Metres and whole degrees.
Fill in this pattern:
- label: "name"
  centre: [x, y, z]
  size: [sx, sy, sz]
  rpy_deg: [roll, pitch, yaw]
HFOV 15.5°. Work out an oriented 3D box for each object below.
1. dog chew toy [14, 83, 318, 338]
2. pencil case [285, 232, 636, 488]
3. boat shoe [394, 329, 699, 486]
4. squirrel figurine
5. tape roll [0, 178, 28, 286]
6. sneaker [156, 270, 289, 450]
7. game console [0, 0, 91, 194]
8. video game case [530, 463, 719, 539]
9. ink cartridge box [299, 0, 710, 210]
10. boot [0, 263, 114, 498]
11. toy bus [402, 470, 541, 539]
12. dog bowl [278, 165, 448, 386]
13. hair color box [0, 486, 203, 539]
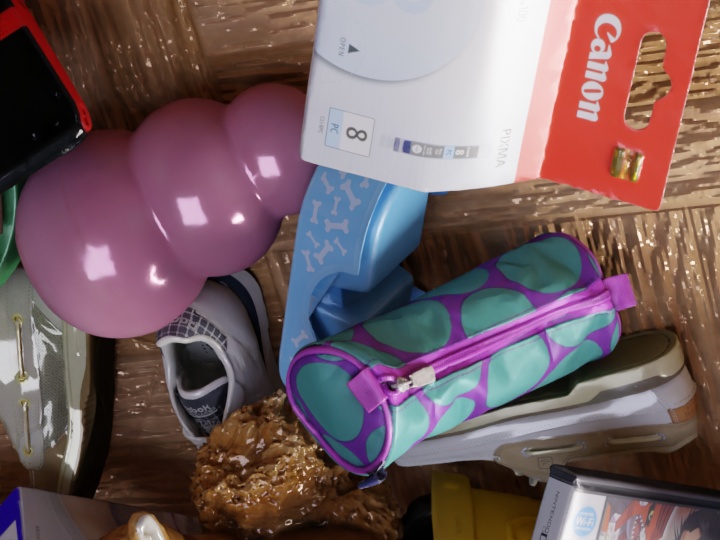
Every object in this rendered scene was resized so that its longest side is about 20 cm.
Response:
- label: "dog chew toy"
  centre: [-0.102, -0.043, 1.556]
  size: [0.199, 0.125, 0.125]
  rpy_deg: [-26, 112, 11]
- label: "pencil case"
  centre: [0.058, 0.047, 1.516]
  size: [0.092, 0.199, 0.086]
  rpy_deg: [-17, 97, 55]
- label: "boat shoe"
  centre: [0.107, 0.096, 1.605]
  size: [0.199, 0.075, 0.069]
  rpy_deg: [-13, 111, 23]
- label: "squirrel figurine"
  centre: [-0.073, 0.177, 1.596]
  size: [0.186, 0.201, 0.141]
  rpy_deg: [21, 159, -16]
- label: "tape roll"
  centre: [-0.296, -0.056, 1.610]
  size: [0.199, 0.048, 0.202]
  rpy_deg: [3, 104, 11]
- label: "sneaker"
  centre: [-0.080, 0.095, 1.658]
  size: [0.076, 0.081, 0.201]
  rpy_deg: [-12, 119, 21]
- label: "game console"
  centre: [-0.274, -0.094, 1.529]
  size: [0.199, 0.031, 0.177]
  rpy_deg: [-33, 71, 2]
- label: "video game case"
  centre: [0.164, 0.215, 1.570]
  size: [0.025, 0.199, 0.182]
  rpy_deg: [20, 96, 49]
- label: "ink cartridge box"
  centre: [0.074, -0.109, 1.403]
  size: [0.199, 0.047, 0.161]
  rpy_deg: [16, 127, 8]
- label: "boot"
  centre: [-0.239, 0.075, 1.698]
  size: [0.154, 0.072, 0.201]
  rpy_deg: [11, 119, 9]
- label: "toy bus"
  centre: [0.111, 0.239, 1.666]
  size: [0.191, 0.136, 0.201]
  rpy_deg: [5, 124, -7]
- label: "dog bowl"
  centre: [0.000, 0.000, 1.560]
  size: [0.049, 0.111, 0.201]
  rpy_deg: [24, 127, 20]
- label: "hair color box"
  centre: [-0.135, 0.210, 1.675]
  size: [0.199, 0.110, 0.065]
  rpy_deg: [14, 137, -32]
